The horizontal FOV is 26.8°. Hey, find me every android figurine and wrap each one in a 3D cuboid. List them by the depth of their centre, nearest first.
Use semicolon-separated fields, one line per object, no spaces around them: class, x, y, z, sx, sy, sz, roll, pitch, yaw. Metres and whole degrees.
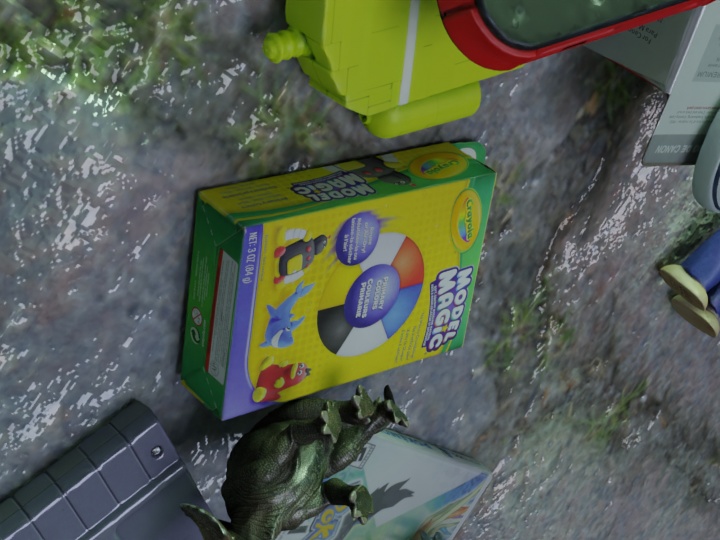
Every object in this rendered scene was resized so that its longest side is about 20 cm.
android figurine;0.035;-0.150;0.755;0.199;0.041;0.183;-21;131;-33

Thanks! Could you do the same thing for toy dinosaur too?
toy dinosaur;-0.036;0.100;0.817;0.077;0.102;0.200;62;28;-21

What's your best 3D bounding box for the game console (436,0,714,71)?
game console;0.103;-0.201;0.728;0.199;0.031;0.178;-22;97;-33

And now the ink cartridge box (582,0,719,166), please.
ink cartridge box;0.229;-0.159;0.904;0.199;0.084;0.177;-4;122;-42

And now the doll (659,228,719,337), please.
doll;0.299;-0.049;1.079;0.200;0.048;0.137;-46;141;-8

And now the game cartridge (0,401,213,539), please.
game cartridge;-0.127;0.182;0.828;0.129;0.038;0.201;-40;132;-21

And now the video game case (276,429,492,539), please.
video game case;-0.018;0.193;0.968;0.182;0.022;0.201;25;99;-50

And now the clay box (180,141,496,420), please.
clay box;0.000;0.000;0.824;0.199;0.048;0.116;-14;125;-36

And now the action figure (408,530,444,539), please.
action figure;0.055;0.280;0.983;0.133;0.148;0.202;-19;117;-41

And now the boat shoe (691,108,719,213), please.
boat shoe;0.283;-0.098;0.865;0.200;0.091;0.071;-47;142;-3
